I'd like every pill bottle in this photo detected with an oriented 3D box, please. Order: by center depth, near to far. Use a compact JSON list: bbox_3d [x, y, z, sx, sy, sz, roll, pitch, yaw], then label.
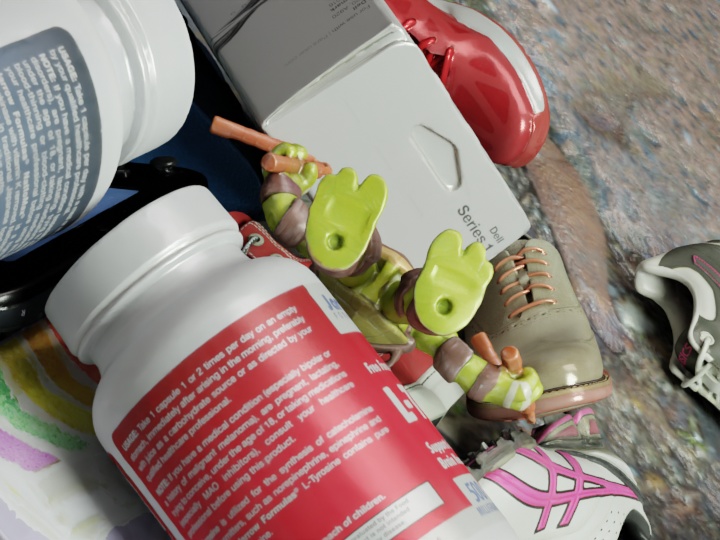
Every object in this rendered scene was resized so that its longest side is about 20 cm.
[{"bbox_3d":[-0.164,-0.060,1.157,0.199,0.120,0.120,-27,73,-43],"label":"pill bottle"},{"bbox_3d":[-0.035,0.069,1.171,0.200,0.112,0.112,52,30,11],"label":"pill bottle"}]

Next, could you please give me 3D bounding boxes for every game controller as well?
[{"bbox_3d":[-0.149,-0.014,1.265,0.104,0.042,0.200,15,23,21],"label":"game controller"}]

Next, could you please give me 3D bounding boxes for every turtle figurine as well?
[{"bbox_3d":[0.000,0.000,1.257,0.200,0.064,0.161,46,-8,4],"label":"turtle figurine"}]

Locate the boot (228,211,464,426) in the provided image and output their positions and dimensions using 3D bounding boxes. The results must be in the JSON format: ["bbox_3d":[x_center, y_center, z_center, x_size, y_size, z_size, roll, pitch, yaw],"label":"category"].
[{"bbox_3d":[-0.028,0.036,1.345,0.144,0.072,0.200,44,11,1],"label":"boot"}]

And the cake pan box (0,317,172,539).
[{"bbox_3d":[-0.095,0.114,1.205,0.200,0.052,0.184,48,32,5],"label":"cake pan box"}]

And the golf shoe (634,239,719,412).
[{"bbox_3d":[0.222,0.068,1.659,0.088,0.077,0.201,-1,47,-26],"label":"golf shoe"}]

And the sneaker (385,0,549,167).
[{"bbox_3d":[0.008,-0.124,1.630,0.115,0.079,0.200,-15,51,-48],"label":"sneaker"}]

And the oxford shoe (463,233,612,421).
[{"bbox_3d":[0.079,0.026,1.447,0.200,0.070,0.074,-124,-156,-77],"label":"oxford shoe"}]

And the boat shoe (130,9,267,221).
[{"bbox_3d":[-0.118,-0.101,1.439,0.201,0.084,0.069,57,20,-12],"label":"boat shoe"}]

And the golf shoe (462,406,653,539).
[{"bbox_3d":[0.084,0.123,1.394,0.092,0.073,0.200,53,30,12],"label":"golf shoe"}]

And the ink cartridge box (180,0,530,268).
[{"bbox_3d":[-0.012,-0.092,1.436,0.146,0.084,0.200,54,3,-36],"label":"ink cartridge box"}]
